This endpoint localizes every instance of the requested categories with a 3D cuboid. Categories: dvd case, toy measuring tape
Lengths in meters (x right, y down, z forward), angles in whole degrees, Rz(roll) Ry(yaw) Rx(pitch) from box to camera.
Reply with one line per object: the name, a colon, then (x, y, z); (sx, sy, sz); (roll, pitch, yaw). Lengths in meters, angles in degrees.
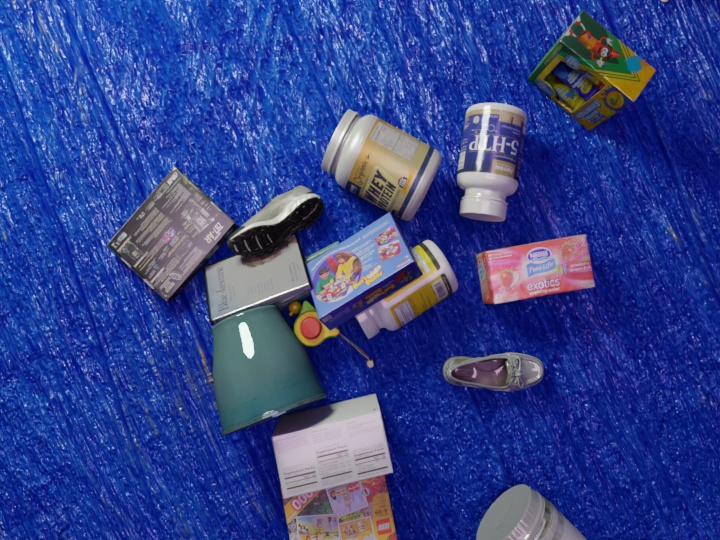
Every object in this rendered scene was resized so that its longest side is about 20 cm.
dvd case: (-0.198, 0.012, 1.150); (0.196, 0.018, 0.144); (-21, 49, -1)
toy measuring tape: (-0.066, 0.136, 1.168); (0.199, 0.074, 0.074); (42, 88, 1)

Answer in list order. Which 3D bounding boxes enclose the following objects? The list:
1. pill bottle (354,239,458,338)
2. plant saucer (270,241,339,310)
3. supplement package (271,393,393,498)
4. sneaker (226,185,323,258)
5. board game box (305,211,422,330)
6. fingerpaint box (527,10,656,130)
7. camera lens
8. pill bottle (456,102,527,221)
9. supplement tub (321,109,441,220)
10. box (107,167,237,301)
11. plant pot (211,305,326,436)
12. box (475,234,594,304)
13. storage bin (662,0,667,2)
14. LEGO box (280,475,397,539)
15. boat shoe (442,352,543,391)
pill bottle: (0.076, 0.040, 1.152); (0.198, 0.112, 0.114); (-32, 89, -2)
plant saucer: (-0.115, 0.018, 1.195); (0.197, 0.019, 0.071); (-27, 90, -3)
supplement package: (-0.050, 0.315, 1.118); (0.195, 0.156, 0.114); (-12, 90, -2)
sneaker: (-0.167, -0.094, 1.170); (0.198, 0.075, 0.080); (-31, 48, -12)
board game box: (0.000, 0.000, 1.112); (0.198, 0.045, 0.136); (-31, 47, 9)
fingerpaint box: (0.418, -0.360, 1.128); (0.166, 0.200, 0.074); (39, 89, 0)
camera lens: (0.332, 0.521, 1.119); (0.200, 0.160, 0.160); (44, 88, 0)
pill bottle: (0.246, -0.202, 1.160); (0.117, 0.120, 0.205); (8, 88, -1)
supplement tub: (0.038, -0.199, 1.142); (0.197, 0.144, 0.147); (27, 88, 0)
box: (-0.362, -0.069, 1.179); (0.160, 0.044, 0.201); (41, 88, 0)
plant pot: (-0.183, 0.174, 1.111); (0.196, 0.200, 0.192); (-20, 78, -2)
box: (0.331, -0.002, 1.168); (0.195, 0.095, 0.105); (-9, 88, -2)
storage bin: (0.652, -0.640, 1.142); (0.198, 0.200, 0.094); (-43, 88, -2)
LEGO box: (-0.040, 0.451, 1.154); (0.195, 0.077, 0.153); (-12, 88, -2)
boat shoe: (0.260, 0.197, 1.175); (0.197, 0.065, 0.076); (3, 88, -1)
